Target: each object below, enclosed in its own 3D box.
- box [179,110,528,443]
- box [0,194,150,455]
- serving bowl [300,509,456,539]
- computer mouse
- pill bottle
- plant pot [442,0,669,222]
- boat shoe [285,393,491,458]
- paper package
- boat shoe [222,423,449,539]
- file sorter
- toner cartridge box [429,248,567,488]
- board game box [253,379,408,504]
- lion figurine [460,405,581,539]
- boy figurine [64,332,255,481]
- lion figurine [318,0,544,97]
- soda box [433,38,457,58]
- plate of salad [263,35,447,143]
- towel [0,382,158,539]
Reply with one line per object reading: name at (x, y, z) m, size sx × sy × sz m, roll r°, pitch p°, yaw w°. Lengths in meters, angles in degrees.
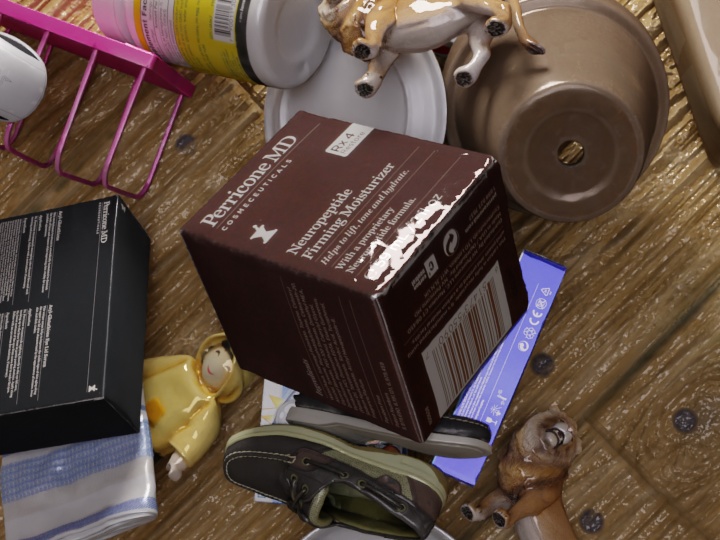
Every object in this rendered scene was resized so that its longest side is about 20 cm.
box at (0.000, 0.000, 1.013) m, size 0.199 × 0.165 × 0.166 m, roll 18°, pitch 53°, yaw 34°
box at (-0.264, 0.047, 1.107) m, size 0.140 × 0.079 × 0.201 m, roll -11°, pitch 57°, yaw 14°
serving bowl at (0.018, 0.306, 1.106) m, size 0.199 × 0.066 × 0.201 m, roll 0°, pitch 84°, yaw 5°
computer mouse at (-0.354, -0.194, 1.066) m, size 0.199 × 0.044 × 0.110 m, roll 28°, pitch 92°, yaw 8°
pill bottle at (-0.133, -0.232, 1.125) m, size 0.199 × 0.114 × 0.115 m, roll 17°, pitch 86°, yaw 30°
plant pot at (0.165, -0.123, 1.047) m, size 0.199 × 0.175 × 0.201 m, roll 1°, pitch 111°, yaw 3°
boat shoe at (0.025, 0.115, 1.057) m, size 0.199 × 0.074 × 0.061 m, roll 2°, pitch 68°, yaw 42°
paper package at (0.369, -0.214, 1.108) m, size 0.190 × 0.103 × 0.201 m, roll -17°, pitch 82°, yaw 4°
boat shoe at (-0.028, 0.181, 1.066) m, size 0.200 × 0.066 × 0.072 m, roll 9°, pitch 129°, yaw 15°
file sorter at (-0.276, -0.156, 1.146) m, size 0.199 × 0.139 × 0.126 m, roll 21°, pitch 90°, yaw 7°
toner cartridge box at (0.120, 0.086, 1.105) m, size 0.043 × 0.095 × 0.201 m, roll 23°, pitch 86°, yaw 7°
board game box at (-0.020, 0.112, 1.145) m, size 0.135 × 0.034 × 0.201 m, roll 3°, pitch 85°, yaw 6°
lion figurine at (0.162, 0.227, 1.100) m, size 0.122 × 0.072 × 0.201 m, roll -23°, pitch 100°, yaw -39°
boy figurine at (-0.171, 0.126, 1.134) m, size 0.199 × 0.064 × 0.125 m, roll -30°, pitch 57°, yaw 6°
lion figurine at (0.056, -0.203, 1.033) m, size 0.199 × 0.073 × 0.123 m, roll 2°, pitch 43°, yaw 16°
soda box at (0.047, -0.247, 1.161) m, size 0.199 × 0.064 × 0.068 m, roll 22°, pitch 86°, yaw 6°
plate of salad at (-0.003, -0.138, 1.143) m, size 0.199 × 0.048 × 0.201 m, roll 2°, pitch 94°, yaw 35°
towel at (-0.251, 0.147, 1.105) m, size 0.146 × 0.024 × 0.201 m, roll -20°, pitch 57°, yaw 11°
